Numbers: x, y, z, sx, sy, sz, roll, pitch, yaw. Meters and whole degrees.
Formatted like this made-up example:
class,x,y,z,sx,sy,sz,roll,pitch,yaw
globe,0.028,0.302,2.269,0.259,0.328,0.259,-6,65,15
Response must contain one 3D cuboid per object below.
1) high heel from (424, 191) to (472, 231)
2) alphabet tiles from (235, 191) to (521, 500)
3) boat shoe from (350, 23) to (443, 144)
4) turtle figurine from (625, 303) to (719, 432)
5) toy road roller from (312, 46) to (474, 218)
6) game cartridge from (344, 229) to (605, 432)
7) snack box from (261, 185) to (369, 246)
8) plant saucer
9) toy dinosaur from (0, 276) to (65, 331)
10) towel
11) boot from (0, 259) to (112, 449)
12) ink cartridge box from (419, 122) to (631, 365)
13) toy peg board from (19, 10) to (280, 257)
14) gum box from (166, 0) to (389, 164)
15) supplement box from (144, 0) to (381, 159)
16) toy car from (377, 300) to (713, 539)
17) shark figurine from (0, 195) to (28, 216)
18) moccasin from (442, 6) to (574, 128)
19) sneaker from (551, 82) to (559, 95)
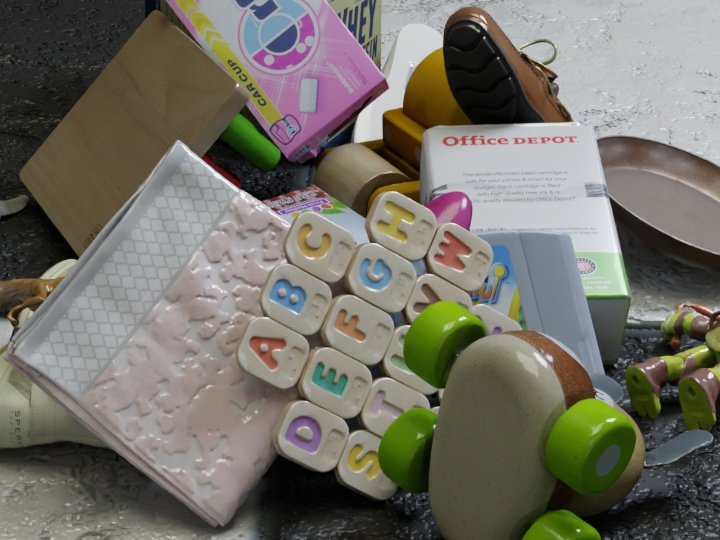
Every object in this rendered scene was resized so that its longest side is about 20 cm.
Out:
class,x,y,z,sx,sy,sz,roll,pitch,yaw
high heel,0.000,0.000,1.264,0.200,0.096,0.067,-51,38,-10
alphabet tiles,0.018,0.052,1.174,0.195,0.201,0.015,29,-14,-20
boat shoe,0.031,-0.155,1.665,0.072,0.069,0.201,17,54,-6
turtle figurine,0.288,0.067,1.273,0.161,0.065,0.200,-24,37,-36
toy road roller,0.061,-0.117,1.516,0.199,0.147,0.123,-14,29,-24
game cartridge,0.071,0.042,1.235,0.199,0.134,0.040,-14,-5,-11
snack box,-0.073,0.011,1.369,0.199,0.068,0.169,-19,34,-29
plant saucer,0.282,-0.054,1.480,0.199,0.032,0.200,16,29,-9
toy dinosaur,-0.185,0.023,1.217,0.199,0.061,0.106,3,33,2
towel,-0.110,0.040,1.160,0.191,0.032,0.200,38,74,-5
boot,-0.184,0.067,1.264,0.154,0.072,0.200,5,34,9
ink cartridge box,0.127,-0.022,1.365,0.145,0.084,0.201,-1,45,-2
toy peg board,-0.178,-0.098,1.504,0.199,0.098,0.200,-50,38,3
gum box,-0.072,-0.203,1.529,0.113,0.200,0.066,-38,-4,3
supplement box,-0.095,-0.239,1.684,0.199,0.201,0.134,13,30,22
toy car,0.143,0.105,1.136,0.199,0.158,0.164,-9,32,-41
shark figurine,-0.389,-0.093,1.537,0.214,0.090,0.128,18,31,26
moccasin,0.134,-0.151,1.438,0.073,0.201,0.078,-12,47,40
sneaker,0.133,-0.183,1.737,0.115,0.076,0.200,-4,34,-29
